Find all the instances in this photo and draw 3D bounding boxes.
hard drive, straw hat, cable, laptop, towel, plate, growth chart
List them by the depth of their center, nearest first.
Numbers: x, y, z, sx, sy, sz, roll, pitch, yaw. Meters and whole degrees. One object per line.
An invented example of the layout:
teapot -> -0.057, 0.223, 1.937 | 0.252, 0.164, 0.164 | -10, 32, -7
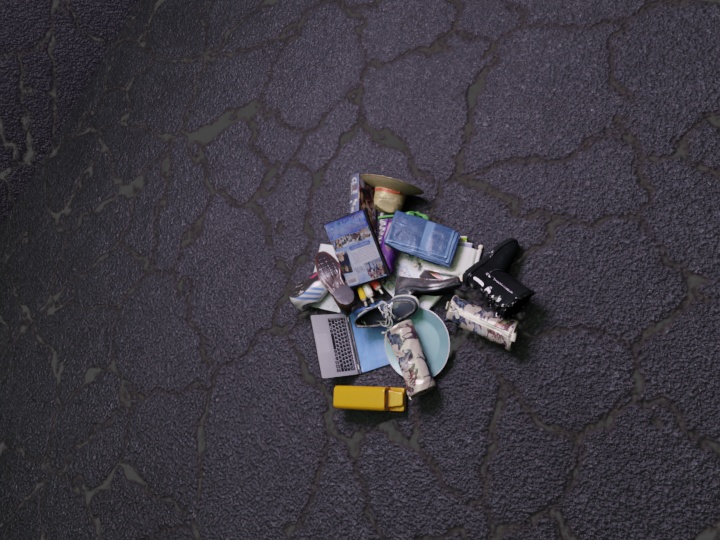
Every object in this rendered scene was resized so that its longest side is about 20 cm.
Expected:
towel -> 0.170, -0.090, 1.426 | 0.197, 0.049, 0.113 | 19, 75, 8
plate -> 0.158, 0.202, 1.433 | 0.197, 0.025, 0.204 | -2, 86, 29
growth chart -> 0.244, -0.047, 1.450 | 0.197, 0.018, 0.146 | 17, 72, 23
laptop -> -0.022, 0.196, 1.491 | 0.116, 0.197, 0.190 | -41, 56, 50
straw hat -> 0.084, -0.208, 1.495 | 0.198, 0.200, 0.087 | 15, 91, 29
cable -> 0.000, 0.000, 1.522 | 0.097, 0.050, 0.201 | -37, 82, 20
hard drive -> -0.091, 0.024, 1.618 | 0.130, 0.026, 0.203 | 9, 80, 28

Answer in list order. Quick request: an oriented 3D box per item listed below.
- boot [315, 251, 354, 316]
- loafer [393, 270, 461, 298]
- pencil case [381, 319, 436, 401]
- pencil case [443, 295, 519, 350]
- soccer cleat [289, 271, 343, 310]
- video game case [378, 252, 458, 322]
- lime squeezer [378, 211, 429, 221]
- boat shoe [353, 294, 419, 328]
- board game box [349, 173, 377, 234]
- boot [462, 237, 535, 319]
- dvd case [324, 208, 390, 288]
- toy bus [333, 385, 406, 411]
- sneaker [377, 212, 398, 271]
boot -> -0.078, 0.042, 1.508 | 0.074, 0.097, 0.202 | -23, 60, -12
loafer -> 0.181, 0.033, 1.424 | 0.197, 0.073, 0.074 | -9, 73, 25
pencil case -> 0.132, 0.240, 1.385 | 0.088, 0.078, 0.203 | -25, 75, 16
pencil case -> 0.316, 0.135, 1.337 | 0.198, 0.089, 0.079 | 24, 103, 29
soccer cleat -> -0.123, 0.049, 1.582 | 0.198, 0.087, 0.070 | -30, 36, -6
video game case -> 0.161, 0.017, 1.493 | 0.183, 0.024, 0.200 | -49, 62, 8
lime squeezer -> 0.152, -0.137, 1.484 | 0.197, 0.038, 0.072 | 23, 80, 8
boat shoe -> 0.069, 0.118, 1.431 | 0.197, 0.062, 0.076 | -14, 98, 30
board game box -> 0.010, -0.171, 1.555 | 0.034, 0.135, 0.204 | -6, 74, 24
boot -> 0.374, 0.021, 1.317 | 0.197, 0.074, 0.163 | -35, 49, -11
dvd case -> -0.009, -0.060, 1.465 | 0.141, 0.018, 0.203 | -17, 98, 30
toy bus -> 0.028, 0.356, 1.440 | 0.197, 0.078, 0.066 | -4, 75, 26
sneaker -> 0.099, -0.090, 1.505 | 0.087, 0.081, 0.203 | -4, 60, 20
